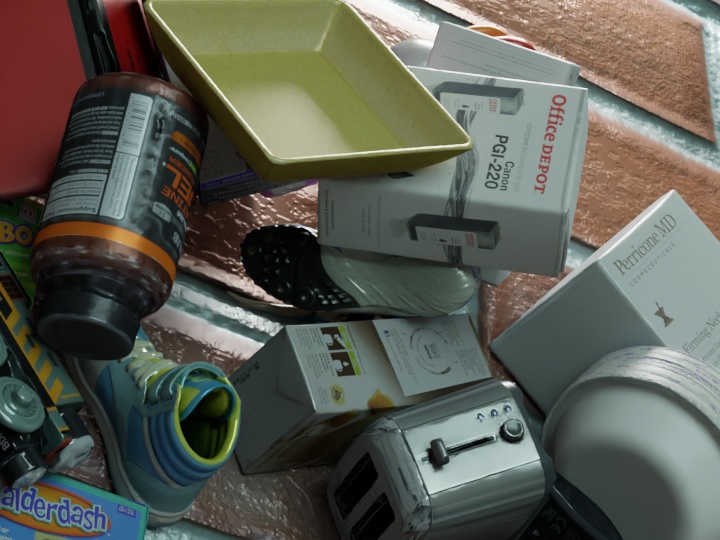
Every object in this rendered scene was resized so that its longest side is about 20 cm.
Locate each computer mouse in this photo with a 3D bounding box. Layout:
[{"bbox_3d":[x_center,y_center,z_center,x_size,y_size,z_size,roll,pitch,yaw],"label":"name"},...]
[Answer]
[{"bbox_3d":[0.171,0.235,1.710,0.200,0.139,0.053,47,27,18],"label":"computer mouse"}]

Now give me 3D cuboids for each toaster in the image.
[{"bbox_3d":[0.057,0.171,1.616,0.129,0.200,0.114,-12,69,-25],"label":"toaster"}]

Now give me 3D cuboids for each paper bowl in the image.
[{"bbox_3d":[0.247,0.174,1.740,0.201,0.201,0.104,50,42,1],"label":"paper bowl"}]

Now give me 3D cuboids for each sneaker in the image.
[{"bbox_3d":[0.000,0.000,1.661,0.200,0.072,0.072,8,6,9],"label":"sneaker"},{"bbox_3d":[-0.151,0.080,1.535,0.080,0.131,0.200,-9,67,-41],"label":"sneaker"}]

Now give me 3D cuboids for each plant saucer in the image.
[{"bbox_3d":[-0.046,-0.132,1.544,0.200,0.048,0.200,-7,46,-39],"label":"plant saucer"}]

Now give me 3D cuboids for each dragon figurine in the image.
[{"bbox_3d":[-0.016,0.033,1.728,0.200,0.099,0.059,-14,69,-18],"label":"dragon figurine"}]

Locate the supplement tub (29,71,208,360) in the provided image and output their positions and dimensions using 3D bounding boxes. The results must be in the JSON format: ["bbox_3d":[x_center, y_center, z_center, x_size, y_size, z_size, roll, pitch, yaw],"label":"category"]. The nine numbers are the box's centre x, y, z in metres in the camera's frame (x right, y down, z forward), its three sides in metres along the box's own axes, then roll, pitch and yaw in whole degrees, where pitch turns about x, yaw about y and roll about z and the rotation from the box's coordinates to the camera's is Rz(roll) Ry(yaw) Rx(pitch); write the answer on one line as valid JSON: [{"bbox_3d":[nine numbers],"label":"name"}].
[{"bbox_3d":[-0.179,-0.037,1.479,0.107,0.107,0.200,24,61,-25],"label":"supplement tub"}]

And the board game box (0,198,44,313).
[{"bbox_3d":[-0.296,0.016,1.539,0.096,0.030,0.200,24,51,-25],"label":"board game box"}]

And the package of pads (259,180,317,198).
[{"bbox_3d":[-0.088,-0.177,1.774,0.076,0.121,0.200,-12,62,5],"label":"package of pads"}]

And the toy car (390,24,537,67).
[{"bbox_3d":[0.115,-0.143,1.894,0.175,0.150,0.200,20,50,-28],"label":"toy car"}]

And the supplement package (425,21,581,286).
[{"bbox_3d":[0.101,-0.102,1.758,0.121,0.200,0.120,20,8,7],"label":"supplement package"}]

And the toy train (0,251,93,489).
[{"bbox_3d":[-0.266,0.064,1.442,0.200,0.085,0.114,55,28,16],"label":"toy train"}]

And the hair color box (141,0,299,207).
[{"bbox_3d":[-0.105,-0.163,1.658,0.109,0.065,0.200,-16,75,-8],"label":"hair color box"}]

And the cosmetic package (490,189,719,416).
[{"bbox_3d":[0.265,0.073,1.853,0.200,0.166,0.167,50,43,2],"label":"cosmetic package"}]

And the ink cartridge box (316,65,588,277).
[{"bbox_3d":[0.076,-0.083,1.623,0.200,0.085,0.146,9,50,6],"label":"ink cartridge box"}]

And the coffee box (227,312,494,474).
[{"bbox_3d":[-0.001,0.099,1.656,0.200,0.114,0.080,-3,63,-40],"label":"coffee box"}]

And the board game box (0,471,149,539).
[{"bbox_3d":[-0.233,0.235,1.421,0.152,0.045,0.200,24,48,-24],"label":"board game box"}]

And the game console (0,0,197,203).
[{"bbox_3d":[-0.236,-0.140,1.638,0.172,0.119,0.200,32,39,-64],"label":"game console"}]
